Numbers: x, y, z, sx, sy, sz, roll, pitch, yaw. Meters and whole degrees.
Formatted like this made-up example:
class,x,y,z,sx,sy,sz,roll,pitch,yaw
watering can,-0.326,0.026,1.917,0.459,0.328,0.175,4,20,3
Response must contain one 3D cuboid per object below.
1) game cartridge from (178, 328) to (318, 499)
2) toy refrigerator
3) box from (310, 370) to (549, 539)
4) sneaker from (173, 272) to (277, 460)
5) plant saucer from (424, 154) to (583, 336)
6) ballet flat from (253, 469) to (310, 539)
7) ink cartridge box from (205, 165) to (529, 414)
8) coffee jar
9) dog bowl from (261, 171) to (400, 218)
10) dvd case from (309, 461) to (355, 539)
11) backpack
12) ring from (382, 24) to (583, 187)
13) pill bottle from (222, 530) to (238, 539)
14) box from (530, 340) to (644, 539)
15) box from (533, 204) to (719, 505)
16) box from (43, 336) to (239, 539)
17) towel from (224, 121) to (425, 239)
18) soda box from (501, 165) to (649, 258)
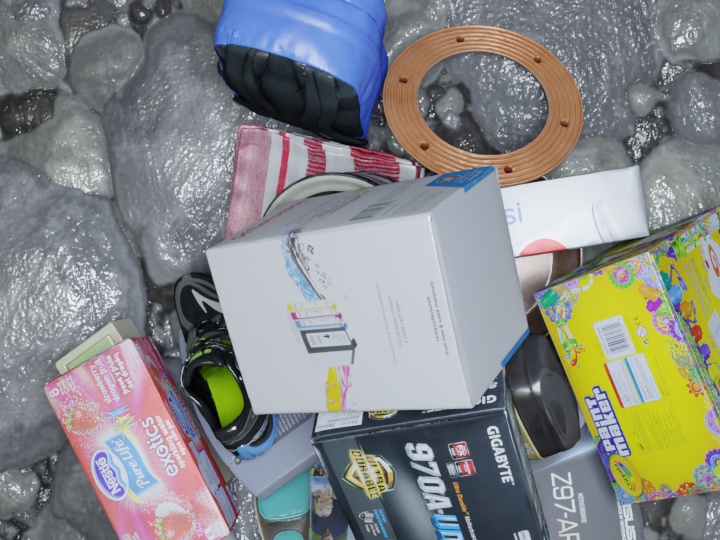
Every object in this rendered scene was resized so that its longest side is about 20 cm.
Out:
class,x,y,z,sx,sy,sz,roll,pitch,yaw
game cartridge,-0.102,0.115,0.933,0.132,0.041,0.202,-32,62,2
toy refrigerator,-0.221,0.155,0.963,0.075,0.070,0.202,-33,89,4
box,0.063,0.181,0.774,0.156,0.046,0.202,-10,124,14
sneaker,-0.134,0.080,0.892,0.070,0.083,0.202,-28,60,9
plant saucer,0.125,-0.014,0.951,0.196,0.037,0.205,0,91,5
ballet flat,-0.074,0.263,0.942,0.066,0.063,0.203,0,56,-4
ink cartridge box,0.009,0.017,0.745,0.197,0.147,0.147,-6,106,30
coffee jar,0.087,0.128,0.815,0.197,0.086,0.105,-21,121,20
dog bowl,0.000,0.000,0.875,0.197,0.074,0.204,10,113,24
dvd case,0.021,0.216,0.890,0.140,0.018,0.204,-4,68,7
backpack,-0.053,-0.225,0.878,0.159,0.200,0.171,13,88,4
ring,0.119,-0.161,0.916,0.196,0.019,0.204,1,60,-1
pill bottle,-0.124,0.363,0.937,0.111,0.113,0.203,-27,88,4
box,0.174,0.171,0.887,0.157,0.044,0.204,-3,75,-4
box,0.285,0.070,0.847,0.121,0.191,0.203,-24,88,43
box,-0.201,0.171,0.880,0.094,0.100,0.202,-28,89,-4
towel,-0.042,-0.057,0.936,0.196,0.023,0.147,14,108,15
soda box,0.169,-0.050,0.897,0.196,0.063,0.070,-8,91,5
